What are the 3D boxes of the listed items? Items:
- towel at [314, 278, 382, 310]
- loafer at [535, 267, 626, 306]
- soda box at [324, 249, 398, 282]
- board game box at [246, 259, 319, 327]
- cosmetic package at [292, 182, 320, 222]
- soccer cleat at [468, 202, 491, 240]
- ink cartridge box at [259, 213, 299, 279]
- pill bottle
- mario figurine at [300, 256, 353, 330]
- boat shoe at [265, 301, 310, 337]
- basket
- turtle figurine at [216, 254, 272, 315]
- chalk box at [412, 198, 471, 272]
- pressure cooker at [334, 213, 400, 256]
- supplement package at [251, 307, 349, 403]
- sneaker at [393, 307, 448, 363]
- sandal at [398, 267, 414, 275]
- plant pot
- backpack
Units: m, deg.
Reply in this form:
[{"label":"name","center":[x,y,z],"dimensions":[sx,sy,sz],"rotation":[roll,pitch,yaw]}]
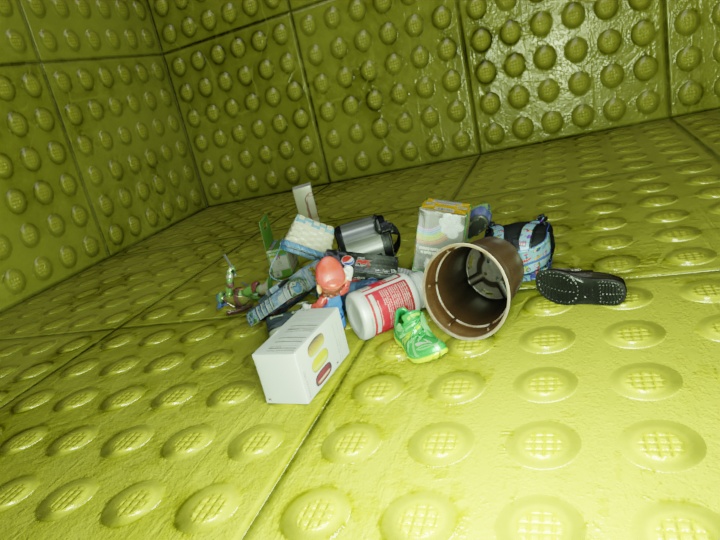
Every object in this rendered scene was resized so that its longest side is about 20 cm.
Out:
[{"label":"towel","center":[-0.015,0.066,1.461],"dimensions":[0.193,0.112,0.050],"rotation":[-4,63,22]},{"label":"loafer","center":[0.477,0.034,1.229],"dimensions":[0.195,0.076,0.070],"rotation":[12,23,38]},{"label":"soda box","center":[0.000,0.000,1.475],"dimensions":[0.192,0.065,0.072],"rotation":[7,48,1]},{"label":"board game box","center":[-0.187,0.054,1.502],"dimensions":[0.197,0.063,0.199],"rotation":[-36,-5,20]},{"label":"cosmetic package","center":[-0.229,-0.264,2.451],"dimensions":[0.084,0.207,0.104],"rotation":[-15,17,-1]},{"label":"soccer cleat","center":[0.273,-0.111,1.506],"dimensions":[0.199,0.064,0.085],"rotation":[-33,22,49]},{"label":"ink cartridge box","center":[-0.282,-0.092,1.975],"dimensions":[0.073,0.207,0.148],"rotation":[-11,18,6]},{"label":"pill bottle","center":[0.071,0.075,1.340],"dimensions":[0.194,0.116,0.112],"rotation":[-21,19,-21]},{"label":"mario figurine","center":[-0.078,0.052,1.357],"dimensions":[0.102,0.206,0.124],"rotation":[12,36,16]},{"label":"boat shoe","center":[-0.145,0.117,1.444],"dimensions":[0.194,0.063,0.075],"rotation":[-21,-25,-3]},{"label":"basket","center":[-0.160,-0.045,1.678],"dimensions":[0.171,0.206,0.139],"rotation":[22,-12,-8]},{"label":"turtle figurine","center":[-0.341,0.035,1.728],"dimensions":[0.186,0.148,0.202],"rotation":[-1,32,16]},{"label":"chalk box","center":[0.200,-0.060,1.410],"dimensions":[0.120,0.208,0.124],"rotation":[10,20,14]},{"label":"pressure cooker","center":[0.028,-0.074,1.713],"dimensions":[0.193,0.185,0.176],"rotation":[-16,14,-4]},{"label":"supplement package","center":[-0.119,0.175,1.192],"dimensions":[0.106,0.118,0.200],"rotation":[-6,21,27]},{"label":"sneaker","center":[0.114,0.131,1.185],"dimensions":[0.072,0.087,0.199],"rotation":[-19,19,-17]},{"label":"sandal","center":[0.106,0.035,1.526],"dimensions":[0.200,0.050,0.084],"rotation":[28,82,48]},{"label":"plant pot","center":[0.262,0.023,1.247],"dimensions":[0.194,0.208,0.196],"rotation":[-2,12,33]},{"label":"backpack","center":[0.386,-0.041,1.400],"dimensions":[0.176,0.139,0.200],"rotation":[-6,19,23]}]
